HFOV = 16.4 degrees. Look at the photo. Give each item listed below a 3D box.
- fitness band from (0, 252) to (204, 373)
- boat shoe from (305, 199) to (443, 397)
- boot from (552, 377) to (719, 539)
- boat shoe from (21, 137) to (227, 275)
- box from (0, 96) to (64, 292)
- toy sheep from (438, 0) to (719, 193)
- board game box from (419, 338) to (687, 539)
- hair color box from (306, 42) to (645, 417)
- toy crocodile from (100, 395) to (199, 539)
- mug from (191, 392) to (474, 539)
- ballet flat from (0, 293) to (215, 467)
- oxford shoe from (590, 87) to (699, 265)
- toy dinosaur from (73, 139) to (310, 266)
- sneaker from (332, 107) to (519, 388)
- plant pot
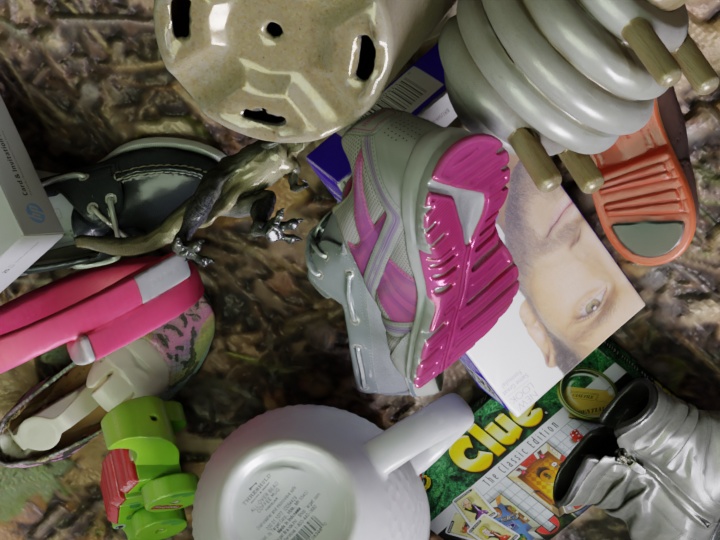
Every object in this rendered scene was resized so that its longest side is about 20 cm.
[{"bbox_3d":[-0.185,0.032,1.555,0.143,0.200,0.038,-13,101,41],"label":"fitness band"},{"bbox_3d":[0.000,0.000,1.564,0.071,0.070,0.201,-8,124,12],"label":"boat shoe"},{"bbox_3d":[0.174,0.152,1.593,0.130,0.068,0.200,15,122,-24],"label":"boot"},{"bbox_3d":[-0.173,-0.034,1.600,0.199,0.060,0.076,-13,118,24],"label":"boat shoe"},{"bbox_3d":[-0.290,-0.035,1.597,0.200,0.041,0.156,-37,70,32],"label":"box"},{"bbox_3d":[0.110,-0.120,1.359,0.200,0.138,0.138,-40,105,23],"label":"toy sheep"},{"bbox_3d":[0.115,0.119,1.642,0.105,0.023,0.200,39,125,-8],"label":"board game box"},{"bbox_3d":[0.071,-0.023,1.491,0.109,0.065,0.200,-41,119,-4],"label":"hair color box"},{"bbox_3d":[-0.147,0.137,1.665,0.061,0.068,0.200,-9,161,-15],"label":"toy crocodile"},{"bbox_3d":[-0.014,0.142,1.576,0.200,0.175,0.148,-35,80,1],"label":"mug"},{"bbox_3d":[-0.176,0.082,1.670,0.200,0.071,0.069,-35,97,32],"label":"ballet flat"},{"bbox_3d":[0.150,-0.105,1.456,0.071,0.073,0.201,-11,99,19],"label":"oxford shoe"},{"bbox_3d":[-0.083,-0.041,1.523,0.200,0.088,0.048,-31,125,7],"label":"toy dinosaur"},{"bbox_3d":[0.033,-0.019,1.397,0.088,0.081,0.200,37,146,30],"label":"sneaker"},{"bbox_3d":[-0.028,-0.171,1.390,0.200,0.184,0.201,8,125,12],"label":"plant pot"}]
